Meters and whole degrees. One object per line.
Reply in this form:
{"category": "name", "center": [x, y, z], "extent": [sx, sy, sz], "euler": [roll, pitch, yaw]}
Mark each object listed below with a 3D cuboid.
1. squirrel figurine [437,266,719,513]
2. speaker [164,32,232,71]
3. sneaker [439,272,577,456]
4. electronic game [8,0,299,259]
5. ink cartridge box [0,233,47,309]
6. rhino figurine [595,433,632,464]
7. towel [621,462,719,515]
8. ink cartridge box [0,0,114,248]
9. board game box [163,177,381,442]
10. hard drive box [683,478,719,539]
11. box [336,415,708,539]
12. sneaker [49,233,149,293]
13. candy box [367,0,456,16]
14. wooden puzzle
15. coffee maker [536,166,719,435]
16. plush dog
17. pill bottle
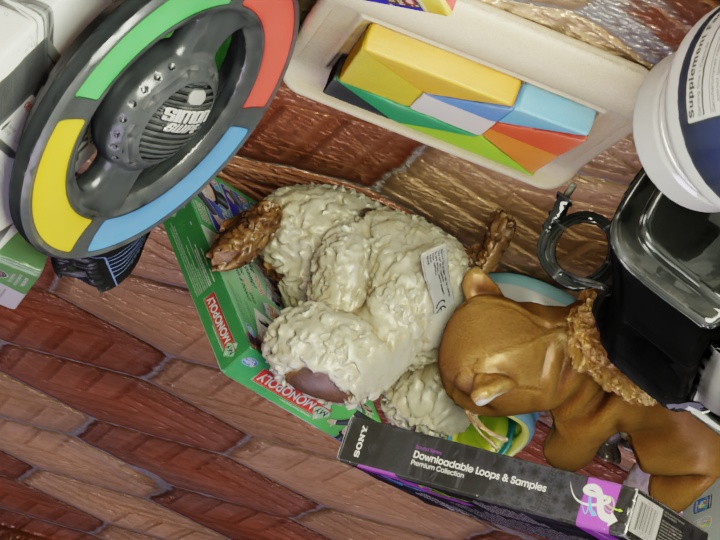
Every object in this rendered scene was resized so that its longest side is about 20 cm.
{"category": "squirrel figurine", "center": [0.150, 0.047, 1.802], "extent": [0.187, 0.142, 0.200], "euler": [15, 151, -21]}
{"category": "speaker", "center": [-0.161, -0.117, 1.713], "extent": [0.200, 0.088, 0.088], "euler": [8, 162, 36]}
{"category": "sneaker", "center": [0.066, 0.074, 2.025], "extent": [0.080, 0.131, 0.200], "euler": [24, 165, -21]}
{"category": "electronic game", "center": [-0.108, -0.087, 1.554], "extent": [0.042, 0.200, 0.200], "euler": [41, 174, 22]}
{"category": "ink cartridge box", "center": [-0.323, -0.054, 2.147], "extent": [0.200, 0.084, 0.145], "euler": [21, 165, -9]}
{"category": "rhino figurine", "center": [0.267, 0.118, 2.036], "extent": [0.200, 0.087, 0.060], "euler": [20, -159, -8]}
{"category": "towel", "center": [0.292, 0.129, 1.959], "extent": [0.191, 0.032, 0.200], "euler": [21, 135, -5]}
{"category": "ink cartridge box", "center": [-0.205, -0.092, 1.541], "extent": [0.084, 0.200, 0.145], "euler": [28, 146, 20]}
{"category": "board game box", "center": [-0.066, 0.017, 1.938], "extent": [0.135, 0.029, 0.200], "euler": [34, -158, -41]}
{"category": "hard drive box", "center": [0.335, 0.183, 1.925], "extent": [0.200, 0.077, 0.156], "euler": [-28, 122, 32]}
{"category": "box", "center": [0.103, 0.141, 1.831], "extent": [0.200, 0.036, 0.143], "euler": [12, 170, 27]}
{"category": "sneaker", "center": [-0.178, -0.021, 1.957], "extent": [0.070, 0.078, 0.200], "euler": [20, -170, 7]}
{"category": "candy box", "center": [-0.058, -0.195, 1.314], "extent": [0.200, 0.077, 0.169], "euler": [12, 163, 22]}
{"category": "wooden puzzle", "center": [0.053, -0.098, 1.604], "extent": [0.185, 0.037, 0.200], "euler": [21, 165, -6]}
{"category": "coffee maker", "center": [0.183, -0.001, 1.588], "extent": [0.192, 0.135, 0.200], "euler": [14, 162, 8]}
{"category": "plush dog", "center": [0.000, 0.000, 1.881], "extent": [0.172, 0.161, 0.200], "euler": [32, -173, 33]}
{"category": "pill bottle", "center": [0.208, -0.078, 1.332], "extent": [0.111, 0.111, 0.200], "euler": [25, 165, -20]}
